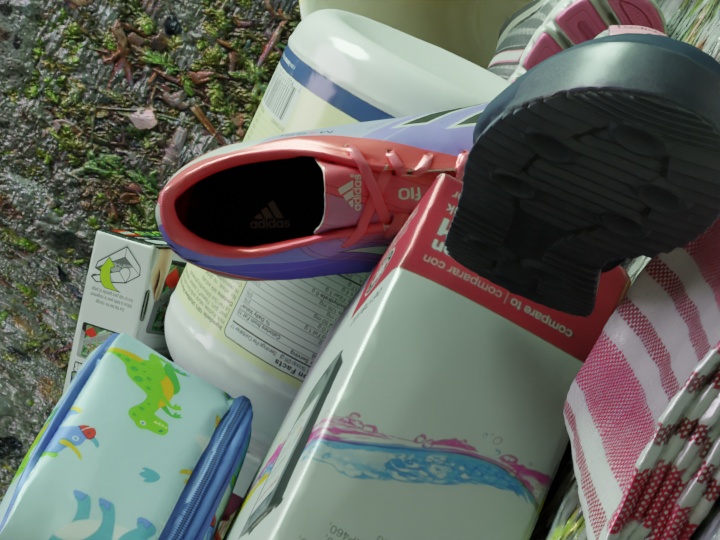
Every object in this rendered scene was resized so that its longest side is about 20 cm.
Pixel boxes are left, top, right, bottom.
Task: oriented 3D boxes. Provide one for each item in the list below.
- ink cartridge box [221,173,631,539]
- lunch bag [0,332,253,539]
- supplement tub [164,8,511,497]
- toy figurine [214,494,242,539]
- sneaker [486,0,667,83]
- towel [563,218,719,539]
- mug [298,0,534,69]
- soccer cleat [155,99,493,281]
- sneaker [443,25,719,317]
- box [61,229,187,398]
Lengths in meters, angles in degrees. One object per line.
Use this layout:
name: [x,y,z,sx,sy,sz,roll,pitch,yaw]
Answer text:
ink cartridge box: [0.005,0.088,0.698,0.200,0.086,0.148,-62,4,-32]
lunch bag: [-0.119,0.137,0.747,0.200,0.082,0.161,-59,3,34]
supplement tub: [0.000,0.000,0.878,0.145,0.145,0.200,-79,14,-77]
toy figurine: [-0.129,0.190,1.560,0.184,0.150,0.200,-47,-29,-35]
sneaker: [0.082,-0.075,0.976,0.200,0.074,0.087,-51,8,30]
towel: [0.109,-0.016,0.540,0.200,0.030,0.146,-60,3,12]
mug: [0.069,-0.171,1.097,0.153,0.149,0.187,4,-92,-60]
soccer cleat: [0.019,-0.030,0.755,0.073,0.200,0.068,-4,-93,-80]
sneaker: [0.072,-0.046,0.575,0.082,0.070,0.200,-64,3,-13]
box: [-0.073,0.036,0.983,0.200,0.035,0.110,0,-75,-63]
